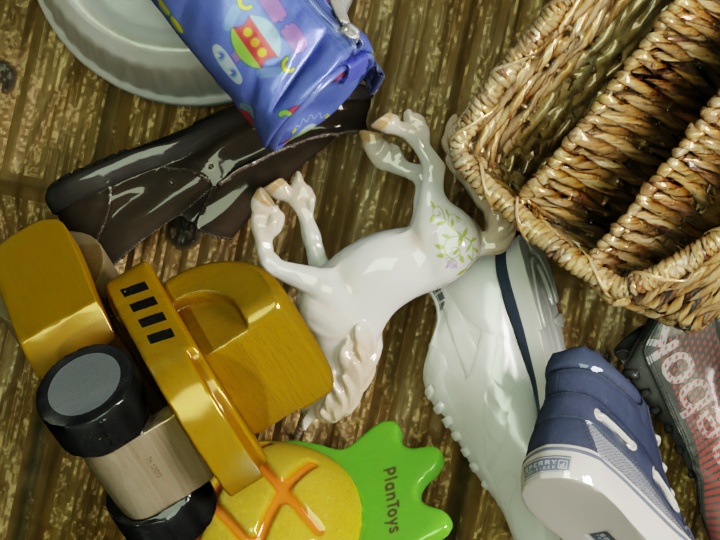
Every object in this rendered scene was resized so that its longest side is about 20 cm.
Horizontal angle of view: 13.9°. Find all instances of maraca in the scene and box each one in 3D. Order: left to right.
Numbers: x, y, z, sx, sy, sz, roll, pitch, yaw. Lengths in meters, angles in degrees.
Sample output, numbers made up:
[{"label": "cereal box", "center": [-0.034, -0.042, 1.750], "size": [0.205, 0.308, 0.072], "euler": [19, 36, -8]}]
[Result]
[{"label": "maraca", "center": [-0.044, 0.151, 1.669], "size": [0.200, 0.107, 0.137], "euler": [-17, 52, 13]}]

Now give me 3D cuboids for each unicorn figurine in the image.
[{"label": "unicorn figurine", "center": [0.000, 0.000, 1.663], "size": [0.200, 0.074, 0.137], "euler": [-30, 92, 19]}]

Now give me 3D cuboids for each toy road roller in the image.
[{"label": "toy road roller", "center": [-0.106, 0.045, 1.638], "size": [0.146, 0.123, 0.200], "euler": [-31, 41, -2]}]

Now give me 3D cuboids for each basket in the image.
[{"label": "basket", "center": [0.172, -0.079, 1.588], "size": [0.200, 0.149, 0.143], "euler": [-51, 43, 13]}]

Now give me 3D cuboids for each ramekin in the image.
[{"label": "ramekin", "center": [-0.099, -0.197, 1.702], "size": [0.202, 0.094, 0.203], "euler": [0, 88, 2]}]

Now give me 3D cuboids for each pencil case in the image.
[{"label": "pencil case", "center": [-0.074, -0.162, 1.612], "size": [0.087, 0.078, 0.200], "euler": [-40, 87, 30]}]

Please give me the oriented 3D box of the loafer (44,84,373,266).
[{"label": "loafer", "center": [-0.080, -0.054, 1.713], "size": [0.200, 0.073, 0.071], "euler": [-21, 93, 9]}]

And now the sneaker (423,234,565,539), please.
[{"label": "sneaker", "center": [0.082, 0.082, 1.699], "size": [0.080, 0.076, 0.200], "euler": [-12, 83, 15]}]

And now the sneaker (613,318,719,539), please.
[{"label": "sneaker", "center": [0.196, 0.071, 1.688], "size": [0.098, 0.071, 0.201], "euler": [-3, 94, 15]}]

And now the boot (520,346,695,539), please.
[{"label": "boot", "center": [0.158, 0.130, 1.659], "size": [0.073, 0.200, 0.090], "euler": [-8, 50, 29]}]
